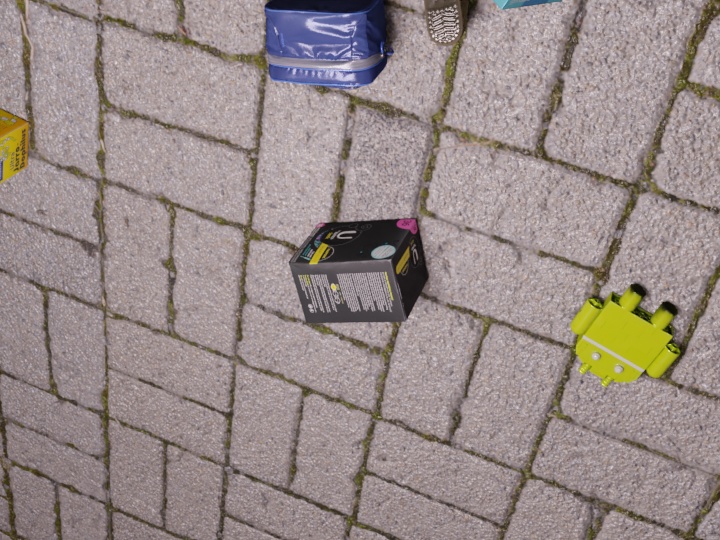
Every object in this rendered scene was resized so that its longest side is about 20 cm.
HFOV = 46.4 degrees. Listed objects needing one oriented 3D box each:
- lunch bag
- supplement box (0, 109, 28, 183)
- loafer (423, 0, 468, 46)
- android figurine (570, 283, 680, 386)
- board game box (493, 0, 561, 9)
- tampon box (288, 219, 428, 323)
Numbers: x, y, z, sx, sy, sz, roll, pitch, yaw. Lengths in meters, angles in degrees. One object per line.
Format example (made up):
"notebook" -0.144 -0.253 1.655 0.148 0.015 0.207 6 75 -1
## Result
"lunch bag" -0.044 -0.354 1.306 0.197 0.136 0.134 8 123 16
"supplement box" -0.783 -0.272 1.687 0.198 0.110 0.110 25 127 8
"loafer" 0.122 -0.434 1.233 0.075 0.067 0.203 3 105 17
"android figurine" 0.451 0.119 1.449 0.181 0.041 0.201 31 125 3
"board game box" 0.266 -0.441 1.095 0.047 0.150 0.201 52 136 17
"tampon box" 0.000 0.000 1.497 0.197 0.150 0.128 -2 120 24
